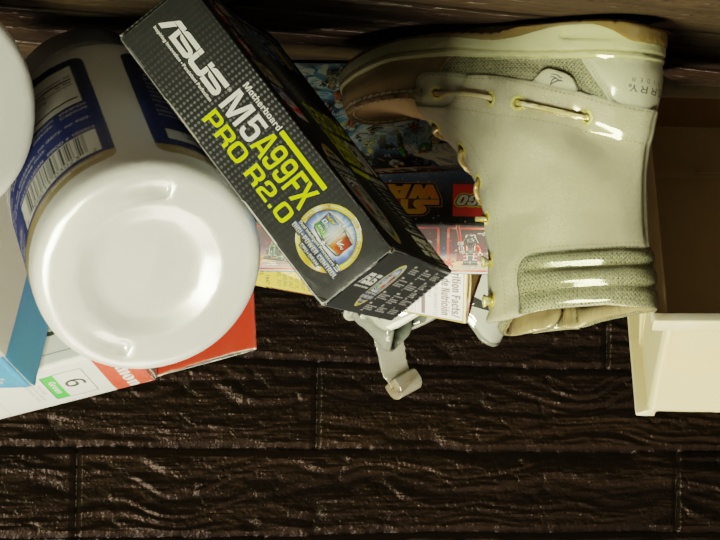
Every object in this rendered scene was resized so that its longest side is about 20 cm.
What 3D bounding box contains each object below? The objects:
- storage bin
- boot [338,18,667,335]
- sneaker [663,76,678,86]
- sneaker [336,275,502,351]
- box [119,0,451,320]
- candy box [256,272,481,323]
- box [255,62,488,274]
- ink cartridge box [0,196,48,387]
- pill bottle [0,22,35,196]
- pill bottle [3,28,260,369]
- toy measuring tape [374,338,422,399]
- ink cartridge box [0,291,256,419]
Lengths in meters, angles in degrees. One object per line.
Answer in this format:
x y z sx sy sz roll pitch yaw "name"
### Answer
0.242 -0.024 1.517 0.198 0.200 0.094 1 143 -2 "storage bin"
0.069 -0.044 1.468 0.199 0.156 0.072 -3 174 39 "boot"
0.106 -0.087 1.668 0.199 0.072 0.073 -12 -148 37 "sneaker"
0.000 0.000 1.693 0.199 0.089 0.074 10 -179 20 "sneaker"
-0.031 -0.054 1.390 0.044 0.161 0.200 -39 171 6 "box"
-0.020 -0.044 1.625 0.199 0.117 0.057 10 135 10 "candy box"
-0.017 -0.058 1.570 0.198 0.137 0.040 1 132 2 "box"
-0.274 -0.031 1.658 0.128 0.126 0.200 -1 149 23 "ink cartridge box"
-0.251 -0.074 1.411 0.113 0.115 0.200 3 176 -31 "pill bottle"
-0.121 -0.045 1.409 0.110 0.112 0.200 2 -153 -16 "pill bottle"
0.030 -0.013 1.775 0.073 0.201 0.074 -9 -162 3 "toy measuring tape"
-0.165 0.018 1.738 0.199 0.110 0.050 -15 146 16 "ink cartridge box"
